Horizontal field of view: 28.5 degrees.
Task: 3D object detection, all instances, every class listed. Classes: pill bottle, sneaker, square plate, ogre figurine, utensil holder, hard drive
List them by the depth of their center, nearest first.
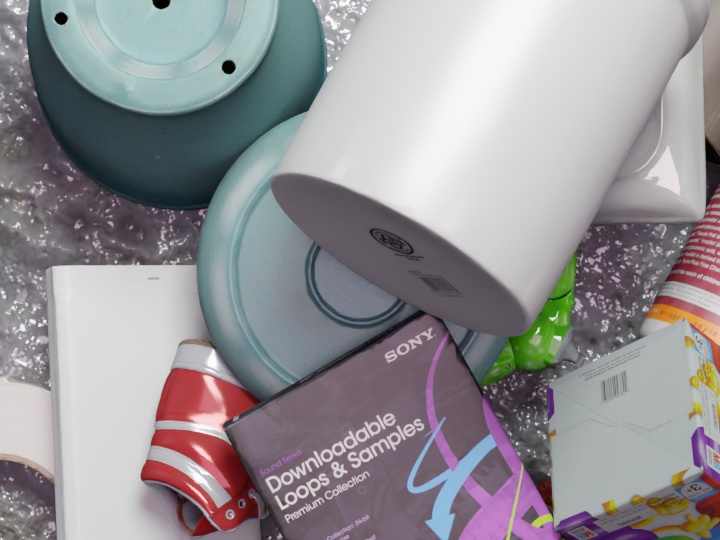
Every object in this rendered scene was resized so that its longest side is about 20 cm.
[{"bbox_3d":[0.066,-0.091,0.757,0.169,0.170,0.201,31,76,-1],"label":"utensil holder"},{"bbox_3d":[0.111,-0.127,0.876,0.198,0.028,0.200,-1,82,18],"label":"square plate"},{"bbox_3d":[-0.044,0.134,0.892,0.199,0.071,0.113,26,66,-15],"label":"sneaker"},{"bbox_3d":[-0.131,0.098,0.907,0.131,0.026,0.202,0,82,-29],"label":"hard drive"},{"bbox_3d":[0.055,0.022,0.919,0.199,0.098,0.121,-11,76,-14],"label":"ogre figurine"},{"bbox_3d":[0.274,-0.014,0.925,0.112,0.113,0.201,30,85,-1],"label":"pill bottle"}]

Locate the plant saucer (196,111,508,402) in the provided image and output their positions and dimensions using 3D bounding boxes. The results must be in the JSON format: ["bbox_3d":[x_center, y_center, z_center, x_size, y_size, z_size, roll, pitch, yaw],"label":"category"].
[{"bbox_3d":[0.000,0.000,0.848,0.198,0.027,0.202,0,91,-1],"label":"plant saucer"}]

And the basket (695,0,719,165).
[{"bbox_3d":[0.257,-0.180,0.918,0.136,0.180,0.200,42,94,18],"label":"basket"}]

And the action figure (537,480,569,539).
[{"bbox_3d":[0.174,0.226,0.938,0.065,0.052,0.201,-33,86,-1],"label":"action figure"}]

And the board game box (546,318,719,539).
[{"bbox_3d":[0.216,0.134,0.856,0.200,0.105,0.104,33,43,-32],"label":"board game box"}]

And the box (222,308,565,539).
[{"bbox_3d":[0.029,0.141,0.818,0.142,0.036,0.201,-30,90,-3],"label":"box"}]

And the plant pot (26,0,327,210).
[{"bbox_3d":[-0.117,-0.148,0.872,0.198,0.188,0.202,0,86,-3],"label":"plant pot"}]

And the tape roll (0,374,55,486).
[{"bbox_3d":[-0.233,0.171,0.920,0.201,0.037,0.205,0,87,-3],"label":"tape roll"}]
